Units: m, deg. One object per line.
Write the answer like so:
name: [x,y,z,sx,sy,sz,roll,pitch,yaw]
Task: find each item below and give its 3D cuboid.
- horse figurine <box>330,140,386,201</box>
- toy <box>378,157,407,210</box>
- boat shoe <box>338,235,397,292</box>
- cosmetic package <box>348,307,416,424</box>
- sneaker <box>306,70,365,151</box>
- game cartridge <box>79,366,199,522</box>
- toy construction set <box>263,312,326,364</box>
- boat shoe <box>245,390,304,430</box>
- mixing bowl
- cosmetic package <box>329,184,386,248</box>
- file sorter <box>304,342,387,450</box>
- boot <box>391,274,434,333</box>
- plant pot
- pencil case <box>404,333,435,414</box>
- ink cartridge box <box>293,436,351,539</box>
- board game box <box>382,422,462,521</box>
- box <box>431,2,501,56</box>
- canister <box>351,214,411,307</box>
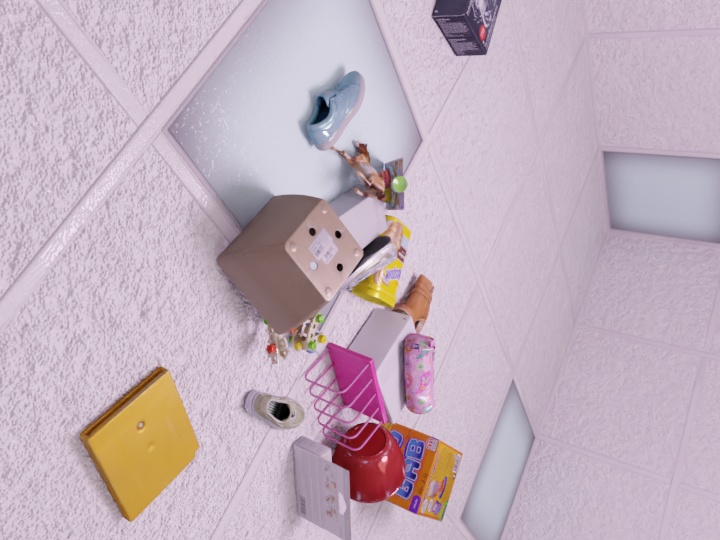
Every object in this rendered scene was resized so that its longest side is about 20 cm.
horse figurine: [0.009,-0.219,1.395,0.050,0.203,0.131,-43,152,23]
toy: [0.065,-0.204,1.482,0.046,0.200,0.119,-3,96,-12]
boat shoe: [0.000,-0.001,1.448,0.200,0.074,0.066,-38,124,-13]
cosmetic package: [0.063,0.247,1.624,0.201,0.120,0.203,-52,140,-34]
sneaker: [-0.052,-0.359,1.317,0.082,0.072,0.204,51,57,-53]
game cartridge: [-0.373,0.300,1.072,0.176,0.032,0.205,-43,135,-42]
toy construction set: [-0.147,0.127,1.313,0.199,0.090,0.136,-9,108,-66]
boat shoe: [-0.173,0.310,1.342,0.199,0.061,0.074,36,70,-55]
mixing bowl: [0.019,0.454,1.535,0.200,0.196,0.111,-42,143,-41]
cosmetic package: [-0.025,-0.109,1.426,0.199,0.079,0.116,-36,128,-44]
file sorter: [-0.038,0.306,1.479,0.125,0.136,0.204,-41,132,-37]
boot: [0.158,0.085,1.756,0.200,0.075,0.159,43,66,-55]
plant pot: [-0.113,-0.024,1.173,0.202,0.175,0.201,52,55,-21]
pencil case: [0.154,0.263,1.583,0.087,0.086,0.206,-27,122,-49]
ink cartridge box: [-0.079,0.510,1.442,0.043,0.170,0.206,-24,119,-49]
board game box: [0.148,0.573,1.779,0.200,0.196,0.205,42,66,-52]
box: [0.300,-0.734,1.707,0.181,0.102,0.206,29,75,-54]
canister: [0.057,-0.024,1.564,0.148,0.084,0.206,31,72,-61]
